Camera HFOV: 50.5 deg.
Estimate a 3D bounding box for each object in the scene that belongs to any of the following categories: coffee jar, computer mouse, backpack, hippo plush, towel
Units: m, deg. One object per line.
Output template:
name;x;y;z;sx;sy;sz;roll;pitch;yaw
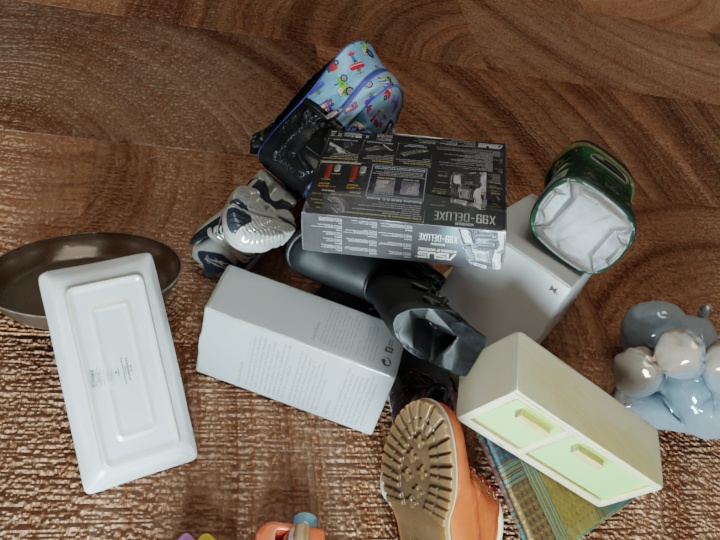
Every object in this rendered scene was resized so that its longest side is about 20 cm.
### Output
coffee jar;0.251;-0.078;0.850;0.104;0.086;0.200;38;29;2
computer mouse;0.000;0.000;0.924;0.198;0.046;0.140;-21;50;-31
backpack;-0.016;-0.171;0.952;0.134;0.183;0.201;38;90;15
hippo plush;0.383;0.097;0.880;0.197;0.160;0.162;18;44;1
towel;0.195;0.187;0.757;0.198;0.022;0.148;-9;70;-46

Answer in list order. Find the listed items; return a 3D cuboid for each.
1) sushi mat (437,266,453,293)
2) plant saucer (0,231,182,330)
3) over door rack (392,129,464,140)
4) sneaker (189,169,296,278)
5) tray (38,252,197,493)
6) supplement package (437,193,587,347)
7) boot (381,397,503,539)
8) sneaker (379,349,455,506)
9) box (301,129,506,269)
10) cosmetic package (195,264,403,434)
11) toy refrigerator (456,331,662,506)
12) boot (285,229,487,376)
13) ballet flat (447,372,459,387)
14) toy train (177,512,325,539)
sushi mat;0.151;0.024;0.981;0.095;0.012;0.199;39;47;19
plant saucer;-0.284;0.012;0.790;0.197;0.033;0.201;2;25;-1
over door rack;0.063;-0.172;1.108;0.197;0.067;0.149;16;44;-3
sneaker;-0.139;-0.031;0.845;0.079;0.130;0.200;35;17;-16
tray;-0.218;0.090;0.696;0.106;0.022;0.203;-13;89;-28
supplement package;0.187;0.006;0.877;0.119;0.122;0.199;36;28;16
boot;0.079;0.193;0.672;0.074;0.203;0.107;13;26;42
sneaker;0.070;0.130;0.768;0.074;0.116;0.202;11;44;-3
box;0.050;-0.078;0.779;0.197;0.050;0.159;5;41;5
cosmetic package;-0.062;0.082;0.785;0.197;0.102;0.072;20;42;0
toy refrigerator;0.185;0.144;0.703;0.199;0.076;0.071;35;45;-23
boot;0.016;0.024;0.747;0.163;0.066;0.200;14;18;-17
ballet flat;0.159;0.147;0.822;0.070;0.071;0.201;-14;53;-30
toy train;-0.092;0.275;0.614;0.148;0.056;0.201;15;43;-4
